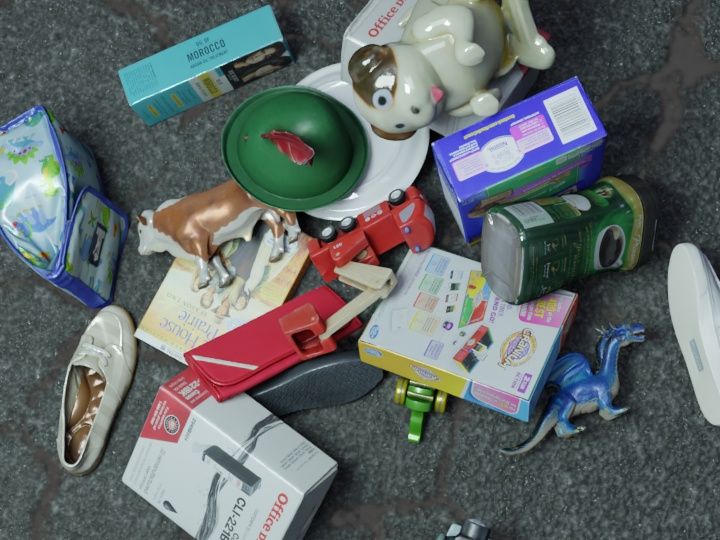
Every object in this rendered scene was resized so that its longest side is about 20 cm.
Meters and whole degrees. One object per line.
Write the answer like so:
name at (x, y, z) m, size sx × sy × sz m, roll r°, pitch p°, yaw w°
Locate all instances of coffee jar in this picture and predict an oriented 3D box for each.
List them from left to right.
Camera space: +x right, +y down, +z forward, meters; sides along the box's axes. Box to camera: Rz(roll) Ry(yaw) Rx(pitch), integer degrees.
coffee jar at (0.230, -0.037, 1.356) m, size 0.198 × 0.106 × 0.085 m, roll -15°, pitch 33°, yaw -25°

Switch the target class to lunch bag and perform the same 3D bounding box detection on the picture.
lunch bag at (-0.349, -0.063, 1.447) m, size 0.126 × 0.170 × 0.202 m, roll -20°, pitch 75°, yaw 4°

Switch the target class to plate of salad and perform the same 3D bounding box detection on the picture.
plate of salad at (-0.014, -0.151, 1.480) m, size 0.197 × 0.048 × 0.203 m, roll -4°, pitch 70°, yaw 12°

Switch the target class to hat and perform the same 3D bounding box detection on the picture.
hat at (-0.066, -0.174, 1.359) m, size 0.165 × 0.177 × 0.200 m, roll -41°, pitch 69°, yaw -20°

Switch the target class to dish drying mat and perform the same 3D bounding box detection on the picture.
dish drying mat at (-0.095, 0.077, 1.398) m, size 0.199 × 0.018 × 0.077 m, roll -27°, pitch 54°, yaw -30°

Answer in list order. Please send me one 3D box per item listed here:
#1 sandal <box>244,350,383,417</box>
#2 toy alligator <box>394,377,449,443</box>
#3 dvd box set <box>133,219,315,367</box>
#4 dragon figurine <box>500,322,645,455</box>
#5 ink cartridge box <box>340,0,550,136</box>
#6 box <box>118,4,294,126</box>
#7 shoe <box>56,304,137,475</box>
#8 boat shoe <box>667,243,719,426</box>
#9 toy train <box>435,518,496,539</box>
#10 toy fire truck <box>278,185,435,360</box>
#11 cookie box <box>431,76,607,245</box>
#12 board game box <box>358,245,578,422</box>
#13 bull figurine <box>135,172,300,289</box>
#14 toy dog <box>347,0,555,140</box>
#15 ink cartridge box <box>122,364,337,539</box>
sandal at (-0.073, 0.125, 1.420) m, size 0.198 × 0.077 × 0.043 m, roll -16°, pitch 48°, yaw 4°
toy alligator at (0.079, 0.092, 1.410) m, size 0.059 × 0.054 × 0.203 m, roll 12°, pitch 80°, yaw 10°
dvd box set at (-0.157, 0.022, 1.472) m, size 0.145 × 0.029 × 0.202 m, roll 27°, pitch 82°, yaw 13°
dragon figurine at (0.230, 0.128, 1.378) m, size 0.198 × 0.059 × 0.100 m, roll -25°, pitch 75°, yaw 2°
ink cartridge box at (0.095, -0.245, 1.444) m, size 0.199 × 0.085 × 0.146 m, roll 31°, pitch 60°, yaw 12°
box at (-0.183, -0.244, 1.507) m, size 0.198 × 0.082 × 0.050 m, roll -23°, pitch 77°, yaw 3°
shoe at (-0.307, 0.137, 1.456) m, size 0.069 × 0.053 × 0.203 m, roll 10°, pitch 79°, yaw 10°
boat shoe at (0.391, 0.065, 1.368) m, size 0.068 × 0.072 × 0.202 m, roll -7°, pitch 69°, yaw -15°
toy train at (0.092, 0.359, 1.320) m, size 0.084 × 0.114 × 0.202 m, roll 18°, pitch 82°, yaw 11°
toy fire truck at (0.000, 0.000, 1.388) m, size 0.198 × 0.049 × 0.142 m, roll -28°, pitch 39°, yaw 7°
cookie box at (0.173, -0.112, 1.366) m, size 0.169 × 0.200 × 0.076 m, roll -24°, pitch 76°, yaw 3°
board game box at (0.118, 0.062, 1.368) m, size 0.198 × 0.041 × 0.154 m, roll 19°, pitch 56°, yaw 19°
bull figurine at (-0.162, -0.049, 1.440) m, size 0.198 × 0.065 × 0.122 m, roll -28°, pitch 76°, yaw 2°
toy dog at (0.075, -0.227, 1.307) m, size 0.193 × 0.140 × 0.200 m, roll 29°, pitch 62°, yaw 35°
ink cartridge box at (-0.143, 0.220, 1.368) m, size 0.199 × 0.084 × 0.145 m, roll 34°, pitch 119°, yaw 13°
